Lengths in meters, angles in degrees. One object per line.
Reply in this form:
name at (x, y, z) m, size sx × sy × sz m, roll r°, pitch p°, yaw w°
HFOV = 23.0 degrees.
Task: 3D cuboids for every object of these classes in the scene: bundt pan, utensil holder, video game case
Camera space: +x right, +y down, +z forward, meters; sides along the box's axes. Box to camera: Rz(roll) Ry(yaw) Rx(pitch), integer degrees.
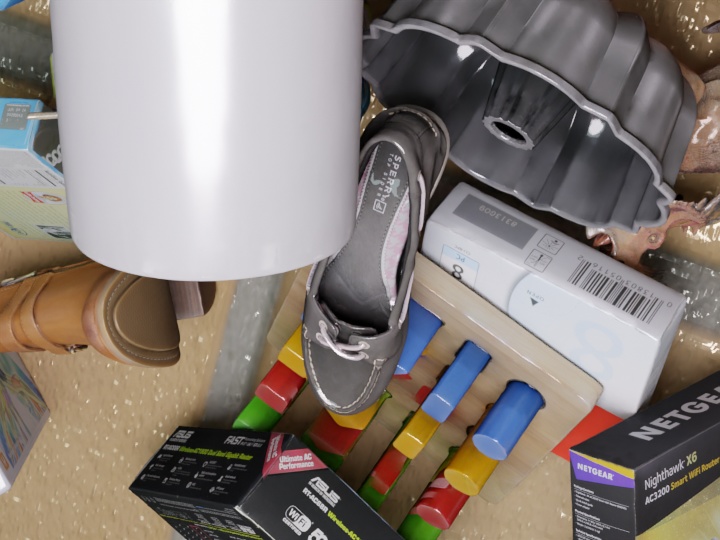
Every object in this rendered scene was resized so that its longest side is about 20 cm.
bundt pan at (0.100, -0.106, 0.987) m, size 0.202 × 0.202 × 0.076 m, roll 30°, pitch 78°, yaw 6°
utensil holder at (-0.078, -0.115, 0.927) m, size 0.170 × 0.170 × 0.200 m, roll 6°, pitch 114°, yaw 16°
video game case at (-0.278, 0.050, 1.225) m, size 0.022 × 0.200 × 0.182 m, roll -27°, pitch 100°, yaw 2°

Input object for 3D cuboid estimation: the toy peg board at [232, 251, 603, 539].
toy peg board at (0.020, 0.088, 1.141) m, size 0.200 × 0.098 × 0.199 m, roll 35°, pitch 152°, yaw 3°

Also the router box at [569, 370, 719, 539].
router box at (0.214, 0.155, 1.104) m, size 0.052 × 0.200 × 0.157 m, roll 14°, pitch 116°, yaw 45°

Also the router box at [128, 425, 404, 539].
router box at (-0.053, 0.176, 1.191) m, size 0.150 × 0.062 × 0.200 m, roll 46°, pitch 159°, yaw -19°

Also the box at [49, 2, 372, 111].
box at (-0.103, -0.134, 1.147) m, size 0.200 × 0.122 × 0.048 m, roll -27°, pitch 57°, yaw 24°

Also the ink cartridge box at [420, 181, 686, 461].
ink cartridge box at (0.107, 0.056, 1.131) m, size 0.160 × 0.047 × 0.200 m, roll 28°, pitch 140°, yaw 16°

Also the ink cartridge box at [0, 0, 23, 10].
ink cartridge box at (-0.207, -0.283, 1.153) m, size 0.116 × 0.067 × 0.200 m, roll 44°, pitch 116°, yaw -1°

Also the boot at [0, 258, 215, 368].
boot at (-0.193, 0.032, 1.186) m, size 0.155 × 0.200 × 0.074 m, roll -8°, pitch 95°, yaw 12°

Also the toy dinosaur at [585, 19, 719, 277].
toy dinosaur at (0.223, -0.086, 1.079) m, size 0.200 × 0.086 × 0.136 m, roll -22°, pitch 101°, yaw 19°

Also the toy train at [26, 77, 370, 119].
toy train at (-0.092, -0.106, 1.091) m, size 0.200 × 0.116 × 0.085 m, roll -12°, pitch 77°, yaw 7°

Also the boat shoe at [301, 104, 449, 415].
boat shoe at (0.000, 0.000, 1.024) m, size 0.067 × 0.057 × 0.200 m, roll 20°, pitch 113°, yaw 13°

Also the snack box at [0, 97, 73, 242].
snack box at (-0.221, -0.063, 1.171) m, size 0.116 × 0.200 × 0.037 m, roll 5°, pitch 74°, yaw 19°
